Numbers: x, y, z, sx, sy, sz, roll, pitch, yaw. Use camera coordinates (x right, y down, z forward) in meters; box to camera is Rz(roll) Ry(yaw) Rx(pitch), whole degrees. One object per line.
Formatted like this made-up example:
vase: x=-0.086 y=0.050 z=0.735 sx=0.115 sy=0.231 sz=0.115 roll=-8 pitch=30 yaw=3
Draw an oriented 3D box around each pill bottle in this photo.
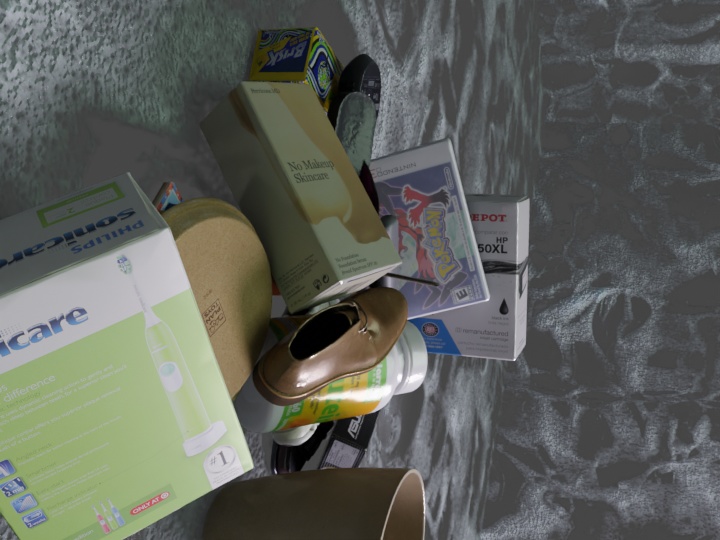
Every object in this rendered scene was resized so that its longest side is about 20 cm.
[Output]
pill bottle: x=-0.030 y=0.100 z=0.779 sx=0.199 sy=0.111 sz=0.112 roll=-3 pitch=99 yaw=-35

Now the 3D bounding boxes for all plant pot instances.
plant pot: x=-0.053 y=0.283 z=0.758 sx=0.187 sy=0.199 sz=0.189 roll=4 pitch=90 yaw=-70

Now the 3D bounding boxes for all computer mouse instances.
computer mouse: x=-0.012 y=-0.135 z=0.816 sx=0.059 sy=0.034 sz=0.201 roll=-22 pitch=123 yaw=-62

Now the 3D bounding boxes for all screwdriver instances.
screwdriver: x=0.000 y=0.000 z=0.825 sx=0.028 sy=0.199 sz=0.029 roll=-67 pitch=152 yaw=-18

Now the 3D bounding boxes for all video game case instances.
video game case: x=0.045 y=-0.039 z=0.902 sx=0.023 sy=0.181 sz=0.201 roll=-53 pitch=128 yaw=-75

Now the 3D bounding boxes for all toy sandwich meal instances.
toy sandwich meal: x=-0.142 y=0.033 z=0.606 sx=0.205 sy=0.070 sz=0.206 roll=-29 pitch=124 yaw=-56

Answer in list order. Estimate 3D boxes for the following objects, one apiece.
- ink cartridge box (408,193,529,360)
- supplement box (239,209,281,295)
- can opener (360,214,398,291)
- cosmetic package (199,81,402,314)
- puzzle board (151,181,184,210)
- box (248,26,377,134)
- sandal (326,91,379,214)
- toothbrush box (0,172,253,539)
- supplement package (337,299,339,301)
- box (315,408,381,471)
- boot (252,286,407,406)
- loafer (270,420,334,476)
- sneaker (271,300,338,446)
ink cartridge box: x=0.139 y=0.004 z=0.960 sx=0.084 sy=0.144 sz=0.201 roll=-25 pitch=116 yaw=-67
supplement box: x=-0.078 y=-0.056 z=0.785 sx=0.200 sy=0.066 sz=0.069 roll=-61 pitch=146 yaw=-52
can opener: x=0.013 y=0.034 z=0.861 sx=0.067 sy=0.053 sz=0.201 roll=-45 pitch=140 yaw=-51
cosmetic package: x=-0.055 y=-0.071 z=0.689 sx=0.105 sy=0.071 sz=0.201 roll=-19 pitch=79 yaw=-53
puzzle board: x=-0.172 y=0.048 z=0.638 sx=0.151 sy=0.017 sz=0.201 roll=71 pitch=31 yaw=-49
box: x=-0.046 y=-0.191 z=0.839 sx=0.200 sy=0.070 sz=0.065 roll=39 pitch=60 yaw=-64
sandal: x=-0.011 y=-0.080 z=0.762 sx=0.075 sy=0.048 sz=0.202 roll=-10 pitch=110 yaw=-46
toothbrush box: x=-0.166 y=0.066 z=0.452 sx=0.145 sy=0.086 sz=0.201 roll=-26 pitch=130 yaw=-19
supplement package: x=0.028 y=0.046 z=1.052 sx=0.201 sy=0.119 sz=0.122 roll=74 pitch=27 yaw=-46
box: x=-0.020 y=0.220 z=0.944 sx=0.160 sy=0.044 sz=0.201 roll=-65 pitch=177 yaw=-52
boot: x=-0.008 y=0.056 z=0.696 sx=0.200 sy=0.074 sz=0.076 roll=-29 pitch=162 yaw=-46
loafer: x=-0.054 y=0.170 z=0.933 sx=0.072 sy=0.063 sz=0.201 roll=74 pitch=28 yaw=-46
sneaker: x=-0.076 y=0.102 z=0.859 sx=0.081 sy=0.075 sz=0.201 roll=57 pitch=33 yaw=-49
